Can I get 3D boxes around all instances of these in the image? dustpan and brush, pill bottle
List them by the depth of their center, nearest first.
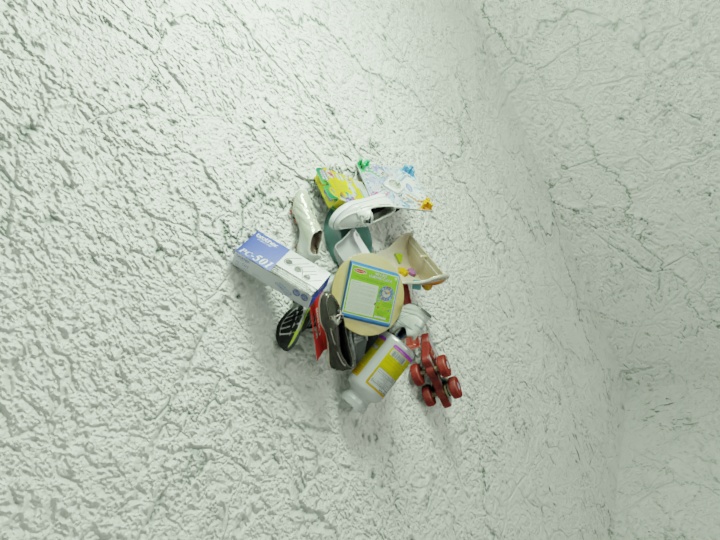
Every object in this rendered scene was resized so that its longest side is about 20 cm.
[{"bbox_3d":[0.040,0.260,1.427,0.200,0.104,0.104,-50,123,-9],"label":"pill bottle"},{"bbox_3d":[0.005,0.126,1.469,0.201,0.057,0.140,-92,174,-46],"label":"dustpan and brush"}]

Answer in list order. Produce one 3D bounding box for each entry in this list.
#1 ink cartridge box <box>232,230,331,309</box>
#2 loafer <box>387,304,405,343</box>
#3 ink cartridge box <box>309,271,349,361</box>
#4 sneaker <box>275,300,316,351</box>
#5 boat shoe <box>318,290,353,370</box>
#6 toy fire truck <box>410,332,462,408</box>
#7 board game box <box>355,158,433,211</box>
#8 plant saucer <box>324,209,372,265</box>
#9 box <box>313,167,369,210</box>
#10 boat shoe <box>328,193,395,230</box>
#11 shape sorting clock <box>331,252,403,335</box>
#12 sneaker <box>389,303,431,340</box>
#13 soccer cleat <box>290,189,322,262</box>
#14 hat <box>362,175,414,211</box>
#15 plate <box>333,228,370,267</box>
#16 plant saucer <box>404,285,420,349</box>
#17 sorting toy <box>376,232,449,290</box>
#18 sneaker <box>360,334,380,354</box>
[{"bbox_3d":[-0.174,-0.004,1.252,0.199,0.044,0.094,30,42,7],"label":"ink cartridge box"},{"bbox_3d":[0.084,0.172,1.557,0.063,0.072,0.201,27,48,-25],"label":"loafer"},{"bbox_3d":[-0.071,0.105,1.359,0.200,0.050,0.163,-60,144,-73],"label":"ink cartridge box"},{"bbox_3d":[-0.132,0.116,1.340,0.081,0.073,0.201,55,42,-29],"label":"sneaker"},{"bbox_3d":[-0.051,0.140,1.301,0.067,0.057,0.202,-43,131,-55],"label":"boat shoe"},{"bbox_3d":[0.235,0.310,1.736,0.201,0.111,0.168,62,19,-20],"label":"toy fire truck"},{"bbox_3d":[0.103,-0.260,1.695,0.198,0.026,0.201,3,46,-26],"label":"board game box"},{"bbox_3d":[-0.024,-0.092,1.590,0.199,0.036,0.202,24,60,-47],"label":"plant saucer"},{"bbox_3d":[-0.047,-0.211,1.563,0.199,0.048,0.118,13,44,-52],"label":"box"},{"bbox_3d":[0.009,-0.151,1.517,0.199,0.065,0.074,-28,142,-26],"label":"boat shoe"},{"bbox_3d":[0.018,0.058,1.377,0.198,0.039,0.202,0,90,-26],"label":"shape sorting clock"},{"bbox_3d":[0.097,0.130,1.450,0.074,0.200,0.088,36,73,-20],"label":"sneaker"},{"bbox_3d":[-0.128,-0.112,1.422,0.069,0.077,0.202,15,65,-50],"label":"soccer cleat"},{"bbox_3d":[0.083,-0.227,1.734,0.199,0.081,0.202,16,42,-14],"label":"hat"},{"bbox_3d":[0.000,0.000,1.485,0.201,0.032,0.200,58,20,-9],"label":"plate"},{"bbox_3d":[0.093,0.142,1.657,0.199,0.036,0.202,-3,80,-53],"label":"plant saucer"},{"bbox_3d":[0.132,-0.009,1.705,0.179,0.107,0.200,-5,46,-40],"label":"sorting toy"},{"bbox_3d":[0.022,0.148,1.553,0.082,0.069,0.202,62,20,-67],"label":"sneaker"}]
